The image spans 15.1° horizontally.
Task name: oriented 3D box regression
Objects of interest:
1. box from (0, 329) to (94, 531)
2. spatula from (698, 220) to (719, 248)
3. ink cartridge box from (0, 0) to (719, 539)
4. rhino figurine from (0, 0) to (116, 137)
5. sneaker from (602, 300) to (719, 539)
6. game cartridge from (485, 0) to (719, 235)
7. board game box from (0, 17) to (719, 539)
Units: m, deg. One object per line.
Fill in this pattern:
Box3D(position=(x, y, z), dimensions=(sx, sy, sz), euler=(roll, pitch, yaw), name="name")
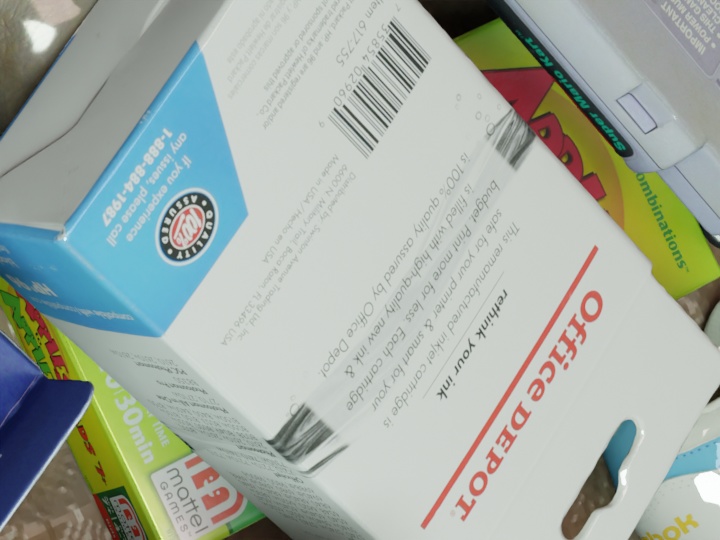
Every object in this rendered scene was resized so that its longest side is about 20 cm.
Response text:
Box3D(position=(-0.148, 0.061, 0.667), dimensions=(0.032, 0.200, 0.121), euler=(45, 68, -25), name="box")
Box3D(position=(0.132, -0.090, 0.876), dimensions=(0.056, 0.021, 0.201), euler=(26, 55, -15), name="spatula")
Box3D(position=(0.000, 0.006, 0.732), dimensions=(0.200, 0.068, 0.116), euler=(46, 69, -30), name="ink cartridge box")
Box3D(position=(-0.043, -0.085, 0.782), dimensions=(0.199, 0.088, 0.060), euler=(-27, 62, -36), name="rhino figurine")
Box3D(position=(0.163, 0.024, 0.856), dimensions=(0.200, 0.076, 0.081), euler=(-37, 93, -23), name="sneaker")
Box3D(position=(0.073, -0.121, 0.804), dimensions=(0.200, 0.038, 0.130), euler=(47, 57, -18), name="game cartridge")
Box3D(position=(0.000, 0.000, 0.814), dimensions=(0.199, 0.048, 0.102), euler=(-26, 90, -22), name="board game box")
